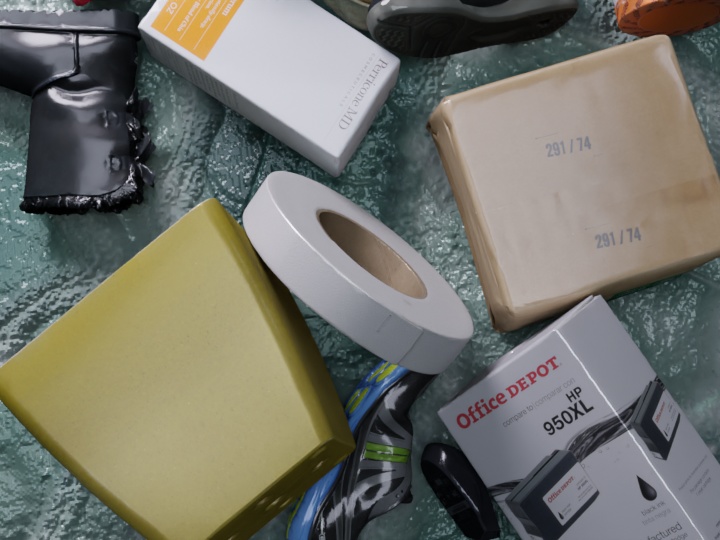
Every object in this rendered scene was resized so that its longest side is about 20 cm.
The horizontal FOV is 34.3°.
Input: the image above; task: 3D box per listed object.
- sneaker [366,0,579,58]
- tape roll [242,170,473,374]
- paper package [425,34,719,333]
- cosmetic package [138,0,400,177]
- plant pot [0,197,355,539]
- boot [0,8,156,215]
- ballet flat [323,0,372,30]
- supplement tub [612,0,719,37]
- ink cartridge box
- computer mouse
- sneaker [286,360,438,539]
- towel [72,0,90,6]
[{"bbox_3d":[0.081,-0.246,0.977,0.196,0.076,0.116,-15,74,-24],"label":"sneaker"},{"bbox_3d":[0.000,0.000,0.892,0.202,0.203,0.037,40,106,4],"label":"tape roll"},{"bbox_3d":[0.177,-0.069,0.955,0.197,0.103,0.194,-17,84,-4],"label":"paper package"},{"bbox_3d":[-0.075,-0.179,0.980,0.198,0.071,0.102,33,82,3],"label":"cosmetic package"},{"bbox_3d":[-0.112,0.099,0.855,0.199,0.200,0.177,-39,76,-1],"label":"plant pot"},{"bbox_3d":[-0.265,-0.129,0.972,0.194,0.073,0.166,-2,88,1],"label":"boot"},{"bbox_3d":[-0.038,-0.266,0.950,0.198,0.062,0.069,26,68,-35],"label":"ballet flat"},{"bbox_3d":[0.254,-0.309,0.980,0.120,0.123,0.204,-3,81,-2],"label":"supplement tub"},{"bbox_3d":[0.175,0.145,0.898,0.144,0.084,0.201,-40,82,39],"label":"ink cartridge box"},{"bbox_3d":[0.116,0.220,0.937,0.034,0.059,0.201,-33,85,-23],"label":"computer mouse"},{"bbox_3d":[0.014,0.148,0.943,0.082,0.071,0.202,30,85,-8],"label":"sneaker"},{"bbox_3d":[-0.182,-0.311,0.986,0.198,0.023,0.145,-33,53,-6],"label":"towel"}]
